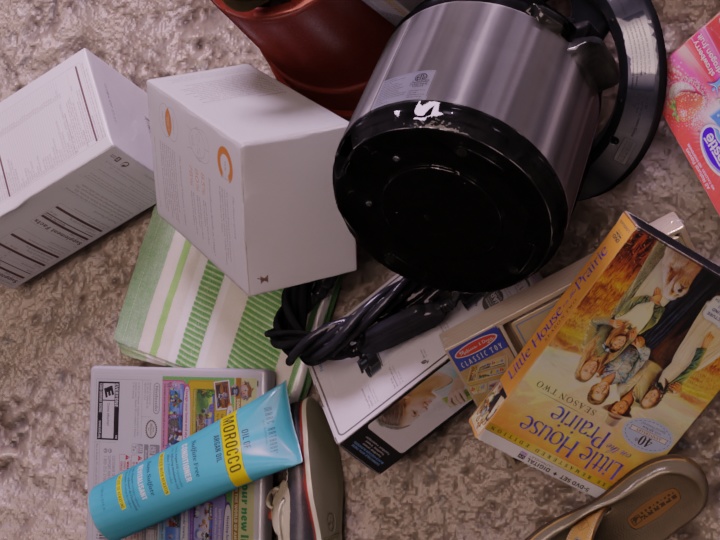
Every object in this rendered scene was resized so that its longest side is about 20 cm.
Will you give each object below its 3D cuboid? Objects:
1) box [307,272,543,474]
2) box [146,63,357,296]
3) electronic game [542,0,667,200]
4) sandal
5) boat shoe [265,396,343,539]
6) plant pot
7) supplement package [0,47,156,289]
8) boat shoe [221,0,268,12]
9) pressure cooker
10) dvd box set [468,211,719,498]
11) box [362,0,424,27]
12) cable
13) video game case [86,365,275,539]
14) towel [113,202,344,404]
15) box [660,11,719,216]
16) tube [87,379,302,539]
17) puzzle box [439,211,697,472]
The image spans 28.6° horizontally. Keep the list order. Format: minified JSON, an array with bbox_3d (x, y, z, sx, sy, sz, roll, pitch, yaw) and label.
[{"bbox_3d":[0.057,0.055,1.133,0.200,0.060,0.117,-39,41,11],"label":"box"},{"bbox_3d":[-0.091,-0.080,1.148,0.200,0.097,0.125,37,135,54],"label":"box"},{"bbox_3d":[0.161,-0.155,1.118,0.199,0.041,0.202,12,105,50],"label":"electronic game"},{"bbox_3d":[0.182,0.217,1.066,0.200,0.080,0.054,-38,25,8],"label":"sandal"},{"bbox_3d":[-0.048,0.208,1.173,0.062,0.071,0.202,-10,82,23],"label":"boat shoe"},{"bbox_3d":[-0.033,-0.248,1.170,0.199,0.195,0.202,-4,79,21],"label":"plant pot"},{"bbox_3d":[-0.285,-0.088,1.284,0.199,0.109,0.114,-28,62,16],"label":"supplement package"},{"bbox_3d":[-0.057,-0.288,1.046,0.066,0.072,0.202,33,93,33],"label":"boat shoe"},{"bbox_3d":[0.086,-0.107,1.029,0.175,0.179,0.201,19,50,3],"label":"pressure cooker"},{"bbox_3d":[0.194,0.071,1.046,0.200,0.146,0.029,-55,22,18],"label":"dvd box set"},{"bbox_3d":[0.051,-0.269,1.075,0.048,0.200,0.159,18,86,32],"label":"box"},{"bbox_3d":[0.000,0.000,1.143,0.199,0.051,0.164,-28,42,25],"label":"cable"},{"bbox_3d":[-0.158,0.185,1.230,0.181,0.022,0.202,-1,86,25],"label":"video game case"},{"bbox_3d":[-0.117,0.027,1.254,0.199,0.023,0.154,17,87,25],"label":"towel"},{"bbox_3d":[0.312,-0.089,1.042,0.103,0.094,0.201,-42,65,41],"label":"box"},{"bbox_3d":[-0.136,0.166,1.184,0.199,0.050,0.078,-28,58,19],"label":"tube"},{"bbox_3d":[0.175,0.056,1.067,0.199,0.133,0.025,-28,27,7],"label":"puzzle box"}]
